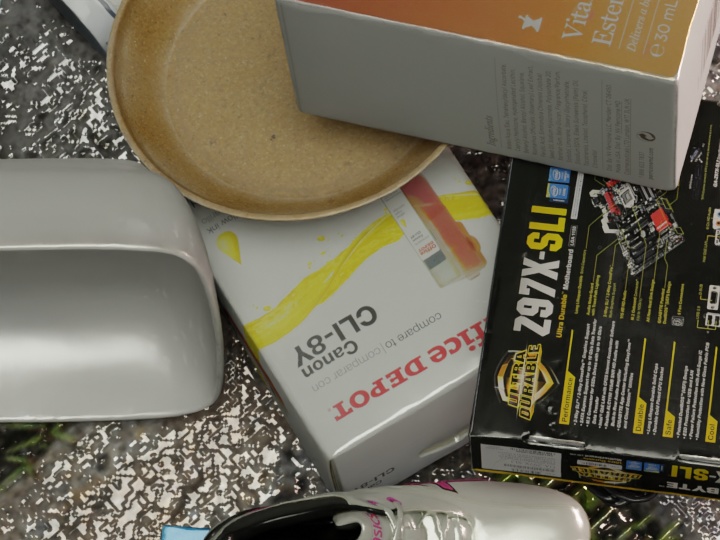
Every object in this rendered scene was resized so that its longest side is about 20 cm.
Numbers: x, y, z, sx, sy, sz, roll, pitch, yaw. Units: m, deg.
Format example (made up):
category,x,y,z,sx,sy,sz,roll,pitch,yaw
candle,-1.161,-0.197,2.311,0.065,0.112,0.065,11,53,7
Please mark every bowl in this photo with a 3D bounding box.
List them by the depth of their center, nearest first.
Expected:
category,x,y,z,sx,sy,sz,roll,pitch,yaw
bowl,-0.172,0.006,1.349,0.200,0.200,0.075,-2,61,0

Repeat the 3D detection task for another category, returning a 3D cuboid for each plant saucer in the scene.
category,x,y,z,sx,sy,sz,roll,pitch,yaw
plant saucer,-0.031,-0.108,1.365,0.200,0.035,0.200,-3,64,7

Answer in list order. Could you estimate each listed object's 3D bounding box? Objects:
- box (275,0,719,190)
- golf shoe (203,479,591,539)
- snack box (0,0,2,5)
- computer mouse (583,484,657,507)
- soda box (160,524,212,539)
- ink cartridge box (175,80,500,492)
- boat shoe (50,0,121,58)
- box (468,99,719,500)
category,x,y,z,sx,sy,sz,roll,pitch,yaw
box,0.077,-0.146,1.290,0.200,0.106,0.152,12,65,11
golf shoe,0.019,0.143,1.302,0.200,0.092,0.073,-8,77,-3
snack box,-0.280,-0.139,1.284,0.200,0.037,0.116,17,78,-17
computer mouse,0.157,0.023,1.419,0.140,0.046,0.200,37,81,20
soda box,-0.007,0.177,1.374,0.200,0.064,0.068,4,78,1
ink cartridge box,0.000,0.000,1.381,0.145,0.083,0.200,-30,68,-7
boat shoe,-0.174,-0.219,1.450,0.086,0.075,0.202,-41,83,-7
box,0.146,0.009,1.294,0.160,0.049,0.200,5,66,9
